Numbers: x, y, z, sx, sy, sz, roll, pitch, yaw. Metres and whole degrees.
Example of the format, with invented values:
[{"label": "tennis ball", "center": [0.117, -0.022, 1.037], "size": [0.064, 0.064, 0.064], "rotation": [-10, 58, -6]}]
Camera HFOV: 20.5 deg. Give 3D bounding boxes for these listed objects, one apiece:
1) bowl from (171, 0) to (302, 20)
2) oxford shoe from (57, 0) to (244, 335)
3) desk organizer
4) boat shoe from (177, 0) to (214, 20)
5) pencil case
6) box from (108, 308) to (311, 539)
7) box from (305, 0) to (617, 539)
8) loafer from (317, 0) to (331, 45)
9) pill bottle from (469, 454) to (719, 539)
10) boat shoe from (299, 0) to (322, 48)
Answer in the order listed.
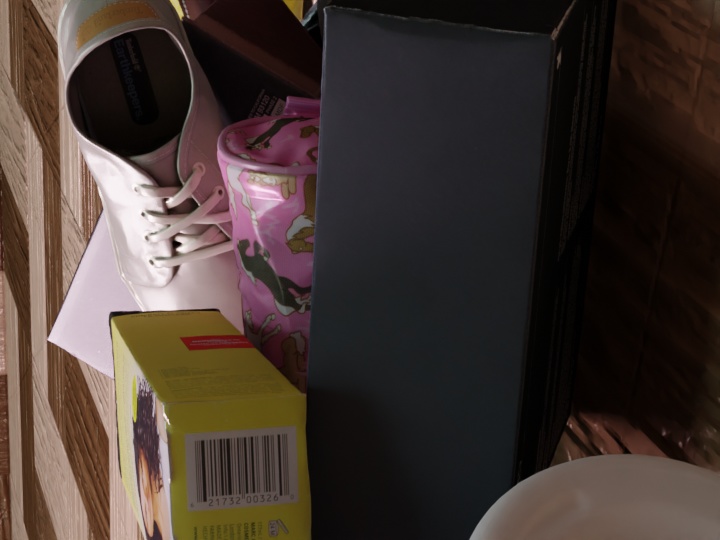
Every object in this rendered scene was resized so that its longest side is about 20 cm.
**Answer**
[{"label": "bowl", "center": [-0.116, -0.151, 1.211], "size": [0.200, 0.107, 0.201], "rotation": [-177, 90, -70]}, {"label": "oxford shoe", "center": [-0.077, -0.029, 0.852], "size": [0.058, 0.075, 0.201], "rotation": [-116, 5, -68]}, {"label": "desk organizer", "center": [-0.072, -0.037, 0.940], "size": [0.200, 0.072, 0.077], "rotation": [-62, -4, 36]}, {"label": "boat shoe", "center": [-0.058, -0.074, 1.045], "size": [0.070, 0.070, 0.200], "rotation": [43, -164, -55]}, {"label": "pencil case", "center": [-0.015, 0.032, 0.830], "size": [0.086, 0.083, 0.201], "rotation": [22, 122, 48]}, {"label": "box", "center": [-0.059, 0.063, 0.734], "size": [0.200, 0.050, 0.076], "rotation": [-152, 59, -77]}, {"label": "box", "center": [0.036, -0.011, 0.693], "size": [0.141, 0.079, 0.201], "rotation": [-60, -24, -63]}, {"label": "loafer", "center": [0.030, -0.123, 0.796], "size": [0.200, 0.073, 0.071], "rotation": [106, 156, -51]}, {"label": "pill bottle", "center": [0.073, 0.165, 0.627], "size": [0.120, 0.119, 0.200], "rotation": [-109, 22, -43]}, {"label": "boat shoe", "center": [-0.012, -0.115, 0.971], "size": [0.200, 0.062, 0.073], "rotation": [-176, 81, -75]}]
